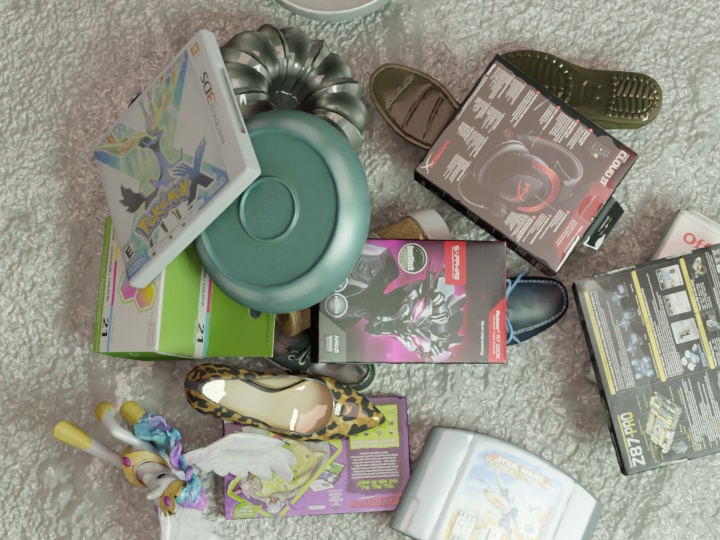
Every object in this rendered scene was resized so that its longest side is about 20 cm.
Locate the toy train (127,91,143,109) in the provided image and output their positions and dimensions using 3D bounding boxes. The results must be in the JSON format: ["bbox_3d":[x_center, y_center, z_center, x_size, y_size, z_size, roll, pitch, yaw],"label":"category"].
[{"bbox_3d":[-0.160,-0.133,1.590,0.114,0.087,0.200,-42,81,-10],"label":"toy train"}]

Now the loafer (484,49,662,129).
[{"bbox_3d":[0.228,-0.184,1.589,0.199,0.067,0.077,16,79,21],"label":"loafer"}]

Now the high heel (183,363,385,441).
[{"bbox_3d":[-0.076,0.136,1.484,0.198,0.143,0.072,10,87,6],"label":"high heel"}]

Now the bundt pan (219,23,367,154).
[{"bbox_3d":[-0.079,-0.172,1.547,0.200,0.076,0.203,11,62,-22],"label":"bundt pan"}]

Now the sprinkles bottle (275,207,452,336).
[{"bbox_3d":[0.000,0.000,1.537,0.199,0.068,0.069,-24,80,-22],"label":"sprinkles bottle"}]

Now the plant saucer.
[{"bbox_3d":[-0.086,-0.059,1.444,0.199,0.027,0.202,-1,87,23],"label":"plant saucer"}]

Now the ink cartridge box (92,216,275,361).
[{"bbox_3d":[-0.179,0.015,1.518,0.199,0.075,0.149,-4,79,42],"label":"ink cartridge box"}]

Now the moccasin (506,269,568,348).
[{"bbox_3d":[0.125,0.053,1.552,0.198,0.068,0.081,-16,81,-2],"label":"moccasin"}]

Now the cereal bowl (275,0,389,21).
[{"bbox_3d":[-0.028,-0.364,1.618,0.198,0.083,0.202,-1,81,3],"label":"cereal bowl"}]

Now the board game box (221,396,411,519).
[{"bbox_3d":[-0.046,0.198,1.559,0.198,0.032,0.121,-3,77,3],"label":"board game box"}]

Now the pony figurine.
[{"bbox_3d":[-0.189,0.207,1.487,0.200,0.193,0.167,30,92,43],"label":"pony figurine"}]

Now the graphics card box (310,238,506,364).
[{"bbox_3d":[0.049,0.031,1.477,0.198,0.051,0.127,2,87,-12],"label":"graphics card box"}]

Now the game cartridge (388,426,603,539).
[{"bbox_3d":[0.144,0.246,1.525,0.199,0.042,0.134,25,86,-2],"label":"game cartridge"}]

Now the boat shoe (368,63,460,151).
[{"bbox_3d":[0.093,-0.149,1.587,0.199,0.068,0.072,36,89,5],"label":"boat shoe"}]

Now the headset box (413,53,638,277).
[{"bbox_3d":[0.175,-0.099,1.507,0.199,0.075,0.149,35,88,4],"label":"headset box"}]

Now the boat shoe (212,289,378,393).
[{"bbox_3d":[-0.073,0.069,1.561,0.199,0.066,0.075,33,83,7],"label":"boat shoe"}]

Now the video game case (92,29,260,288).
[{"bbox_3d":[-0.190,-0.112,1.485,0.200,0.022,0.183,-41,54,31],"label":"video game case"}]

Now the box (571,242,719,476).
[{"bbox_3d":[0.312,0.088,1.465,0.160,0.049,0.202,-15,81,0],"label":"box"}]

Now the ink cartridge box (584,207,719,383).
[{"bbox_3d":[0.344,0.057,1.534,0.145,0.085,0.201,31,86,7],"label":"ink cartridge box"}]
